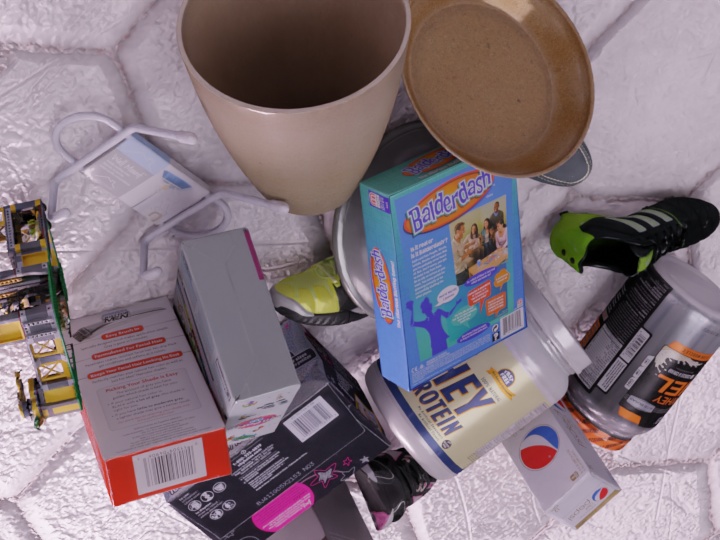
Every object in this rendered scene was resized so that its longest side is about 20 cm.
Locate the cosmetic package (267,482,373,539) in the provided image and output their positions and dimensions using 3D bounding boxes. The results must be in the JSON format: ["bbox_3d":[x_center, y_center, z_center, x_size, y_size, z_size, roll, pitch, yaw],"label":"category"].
[{"bbox_3d":[-0.049,0.296,1.622,0.090,0.200,0.107,24,111,-39],"label":"cosmetic package"}]

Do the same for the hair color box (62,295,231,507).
[{"bbox_3d":[-0.199,0.114,1.403,0.110,0.200,0.064,-14,130,-15],"label":"hair color box"}]

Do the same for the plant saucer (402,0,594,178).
[{"bbox_3d":[0.114,-0.172,1.364,0.199,0.201,0.035,2,165,-26],"label":"plant saucer"}]

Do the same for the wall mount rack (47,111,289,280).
[{"bbox_3d":[-0.166,-0.070,1.336,0.173,0.075,0.200,-28,137,27],"label":"wall mount rack"}]

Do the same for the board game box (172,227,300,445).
[{"bbox_3d":[-0.115,0.064,1.383,0.064,0.148,0.200,-15,166,-14],"label":"board game box"}]

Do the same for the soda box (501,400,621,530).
[{"bbox_3d":[0.192,0.176,1.635,0.068,0.200,0.064,-45,131,14],"label":"soda box"}]

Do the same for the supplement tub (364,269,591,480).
[{"bbox_3d":[0.121,0.103,1.583,0.200,0.145,0.145,-37,132,6],"label":"supplement tub"}]

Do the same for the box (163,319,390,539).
[{"bbox_3d":[-0.097,0.166,1.552,0.200,0.115,0.132,-38,131,5],"label":"box"}]

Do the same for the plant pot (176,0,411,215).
[{"bbox_3d":[-0.048,-0.142,1.304,0.187,0.188,0.200,-20,147,-10],"label":"plant pot"}]

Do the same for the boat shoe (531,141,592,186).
[{"bbox_3d":[0.159,-0.123,1.476,0.073,0.062,0.200,-46,131,15],"label":"boat shoe"}]

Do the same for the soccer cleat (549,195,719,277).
[{"bbox_3d":[0.292,-0.030,1.600,0.199,0.081,0.068,-8,129,-20],"label":"soccer cleat"}]

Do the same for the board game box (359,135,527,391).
[{"bbox_3d":[0.079,-0.011,1.404,0.152,0.045,0.201,-25,123,-31],"label":"board game box"}]

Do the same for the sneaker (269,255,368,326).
[{"bbox_3d":[0.000,0.000,1.502,0.199,0.075,0.077,-12,124,-30],"label":"sneaker"}]

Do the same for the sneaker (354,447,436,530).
[{"bbox_3d":[0.039,0.215,1.628,0.086,0.200,0.081,-23,91,-3],"label":"sneaker"}]

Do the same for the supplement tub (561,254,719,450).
[{"bbox_3d":[0.303,0.090,1.674,0.122,0.123,0.200,17,118,-34],"label":"supplement tub"}]

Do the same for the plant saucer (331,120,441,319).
[{"bbox_3d":[0.068,-0.040,1.458,0.199,0.050,0.201,-11,109,-33],"label":"plant saucer"}]

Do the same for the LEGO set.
[{"bbox_3d":[-0.309,0.036,1.303,0.115,0.201,0.154,-12,144,-6],"label":"LEGO set"}]
